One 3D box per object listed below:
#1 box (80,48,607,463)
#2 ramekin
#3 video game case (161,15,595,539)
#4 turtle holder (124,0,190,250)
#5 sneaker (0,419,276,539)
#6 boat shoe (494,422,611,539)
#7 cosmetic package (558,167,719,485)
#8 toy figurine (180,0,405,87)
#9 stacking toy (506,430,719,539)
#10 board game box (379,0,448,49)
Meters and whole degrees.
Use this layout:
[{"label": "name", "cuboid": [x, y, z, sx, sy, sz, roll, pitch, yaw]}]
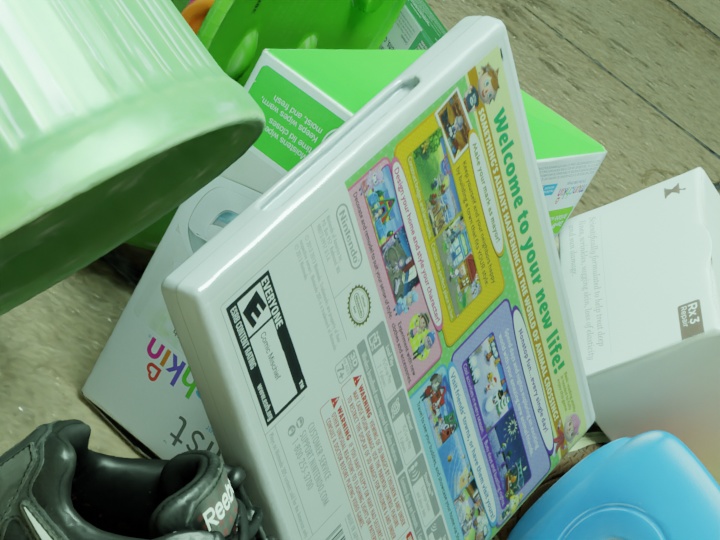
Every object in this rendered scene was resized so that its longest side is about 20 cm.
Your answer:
[{"label": "box", "cuboid": [0.000, 0.000, 0.890, 0.097, 0.177, 0.200, 37, 21, 19]}, {"label": "ramekin", "cuboid": [-0.143, -0.043, 0.713, 0.098, 0.200, 0.200, 59, 24, 2]}, {"label": "video game case", "cuboid": [0.017, 0.034, 0.755, 0.022, 0.200, 0.182, 14, 44, 38]}, {"label": "turtle holder", "cuboid": [-0.075, -0.091, 0.978, 0.132, 0.185, 0.141, -132, -158, -68]}, {"label": "sneaker", "cuboid": [-0.050, 0.119, 0.676, 0.200, 0.098, 0.071, 32, 19, -9]}, {"label": "boat shoe", "cuboid": [0.097, 0.096, 0.983, 0.075, 0.075, 0.202, 47, 12, 27]}, {"label": "cosmetic package", "cuboid": [0.174, 0.062, 0.962, 0.200, 0.081, 0.113, 51, 28, -33]}, {"label": "toy figurine", "cuboid": [-0.074, -0.174, 0.840, 0.184, 0.200, 0.150, 39, 21, 18]}, {"label": "stacking toy", "cuboid": [0.164, 0.160, 0.922, 0.200, 0.116, 0.110, 28, 22, -47]}, {"label": "board game box", "cuboid": [0.003, -0.089, 1.146, 0.029, 0.135, 0.200, 20, 26, -33]}]
